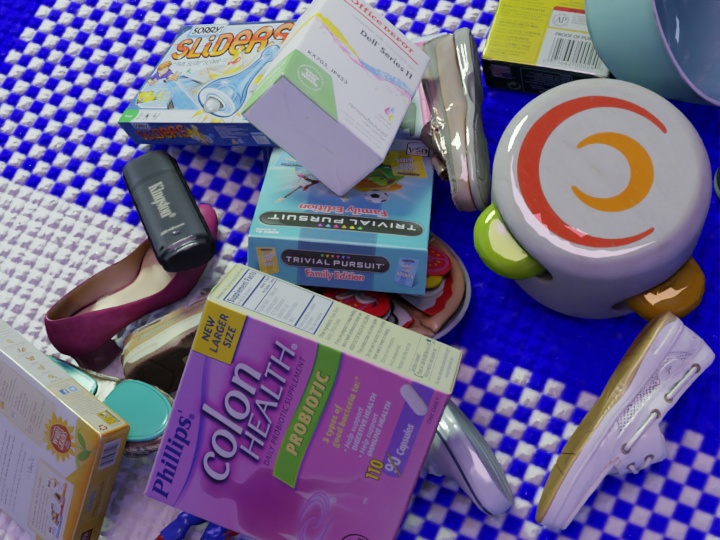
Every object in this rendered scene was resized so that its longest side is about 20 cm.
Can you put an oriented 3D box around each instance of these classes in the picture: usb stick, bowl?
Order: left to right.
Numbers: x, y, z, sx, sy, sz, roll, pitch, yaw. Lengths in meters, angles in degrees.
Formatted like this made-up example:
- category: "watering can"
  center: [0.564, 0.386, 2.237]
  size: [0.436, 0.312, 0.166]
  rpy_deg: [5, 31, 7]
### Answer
- category: "usb stick"
  center: [-0.180, -0.058, 1.367]
  size: [0.055, 0.033, 0.200]
  rpy_deg: [-18, 33, -10]
- category: "bowl"
  center: [0.278, -0.240, 1.334]
  size: [0.105, 0.201, 0.202]
  rpy_deg: [-8, 54, 47]

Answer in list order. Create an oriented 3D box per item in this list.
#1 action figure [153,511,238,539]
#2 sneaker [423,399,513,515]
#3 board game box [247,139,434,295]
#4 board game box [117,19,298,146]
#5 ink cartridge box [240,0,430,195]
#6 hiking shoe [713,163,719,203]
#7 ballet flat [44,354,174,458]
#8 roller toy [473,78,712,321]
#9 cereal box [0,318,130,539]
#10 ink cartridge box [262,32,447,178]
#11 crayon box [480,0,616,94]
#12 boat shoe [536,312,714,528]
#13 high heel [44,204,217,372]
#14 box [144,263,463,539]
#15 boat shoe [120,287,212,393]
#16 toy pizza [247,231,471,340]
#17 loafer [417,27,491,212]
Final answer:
- category: "action figure"
  center: [-0.113, 0.202, 1.247]
  size: [0.199, 0.052, 0.065]
  rpy_deg: [-35, 57, -10]
- category: "sneaker"
  center: [0.053, 0.138, 1.239]
  size: [0.071, 0.073, 0.200]
  rpy_deg: [-43, 54, 6]
- category: "board game box"
  center: [-0.012, -0.056, 1.295]
  size: [0.150, 0.047, 0.200]
  rpy_deg: [4, 31, 2]
- category: "board game box"
  center: [-0.128, -0.181, 1.419]
  size: [0.199, 0.035, 0.136]
  rpy_deg: [4, 54, 41]
- category: "ink cartridge box"
  center: [-0.012, -0.175, 1.298]
  size: [0.117, 0.067, 0.201]
  rpy_deg: [39, 42, -14]
- category: "hiking shoe"
  center: [0.391, -0.057, 1.250]
  size: [0.199, 0.087, 0.075]
  rpy_deg: [25, 69, 24]
- category: "ballet flat"
  center: [-0.223, 0.127, 1.293]
  size: [0.199, 0.076, 0.068]
  rpy_deg: [15, 55, 33]
- category: "roller toy"
  center: [0.205, -0.057, 1.263]
  size: [0.198, 0.140, 0.184]
  rpy_deg: [10, 70, 8]
- category: "cereal box"
  center: [-0.292, 0.140, 1.275]
  size: [0.200, 0.145, 0.039]
  rpy_deg: [36, 31, 27]
- category: "ink cartridge box"
  center: [-0.004, -0.157, 1.424]
  size: [0.198, 0.042, 0.120]
  rpy_deg: [-11, 59, 9]
- category: "crayon box"
  center: [0.204, -0.262, 1.427]
  size: [0.126, 0.051, 0.201]
  rpy_deg: [12, 66, 18]
- category: "boat shoe"
  center: [0.217, 0.133, 1.187]
  size: [0.069, 0.071, 0.201]
  rpy_deg: [35, 87, 0]
- category: "high heel"
  center: [-0.206, 0.002, 1.347]
  size: [0.067, 0.096, 0.200]
  rpy_deg: [27, 70, 25]
- category: "box"
  center: [-0.044, 0.119, 1.155]
  size: [0.199, 0.097, 0.177]
  rpy_deg: [22, 109, 4]
- category: "boat shoe"
  center: [-0.125, 0.041, 1.328]
  size: [0.199, 0.072, 0.076]
  rpy_deg: [-20, 42, -3]
- category: "toy pizza"
  center: [0.000, 0.000, 1.290]
  size: [0.199, 0.032, 0.201]
  rpy_deg: [4, 39, -3]
- category: "loafer"
  center: [0.081, -0.133, 1.339]
  size: [0.062, 0.072, 0.201]
  rpy_deg: [-10, 54, 14]
